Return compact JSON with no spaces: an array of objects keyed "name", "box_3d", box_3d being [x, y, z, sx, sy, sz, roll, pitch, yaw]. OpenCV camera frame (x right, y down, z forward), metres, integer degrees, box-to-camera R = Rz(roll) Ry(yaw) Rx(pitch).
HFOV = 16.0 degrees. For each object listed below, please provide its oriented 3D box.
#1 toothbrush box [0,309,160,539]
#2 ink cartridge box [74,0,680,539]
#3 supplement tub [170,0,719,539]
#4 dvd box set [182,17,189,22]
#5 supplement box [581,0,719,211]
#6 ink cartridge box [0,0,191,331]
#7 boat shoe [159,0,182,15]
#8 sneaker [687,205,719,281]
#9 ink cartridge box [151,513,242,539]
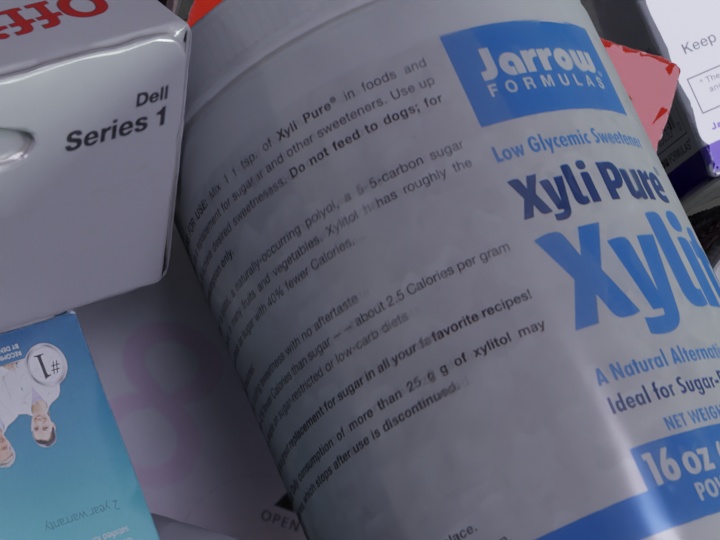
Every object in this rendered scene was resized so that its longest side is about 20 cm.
[{"name":"toothbrush box","box_3d":[-0.100,0.132,0.680,0.085,0.146,0.201,-18,82,-32]},{"name":"ink cartridge box","box_3d":[0.000,0.000,0.780,0.161,0.057,0.201,19,82,-1]},{"name":"supplement tub","box_3d":[0.033,0.021,0.689,0.131,0.132,0.201,-12,68,-33]},{"name":"dvd box set","box_3d":[-0.003,-0.030,0.868,0.199,0.029,0.147,-30,88,-36]},{"name":"supplement box","box_3d":[0.113,-0.132,0.915,0.103,0.101,0.201,-24,85,-11]},{"name":"ink cartridge box","box_3d":[-0.160,-0.059,0.696,0.144,0.084,0.200,-19,42,-34]},{"name":"boat shoe","box_3d":[-0.085,-0.161,0.852,0.092,0.075,0.201,16,48,-2]},{"name":"sneaker","box_3d":[0.091,0.080,0.851,0.200,0.076,0.116,-47,106,-13]},{"name":"ink cartridge box","box_3d":[-0.016,0.122,0.652,0.037,0.200,0.095,-17,100,-24]}]
